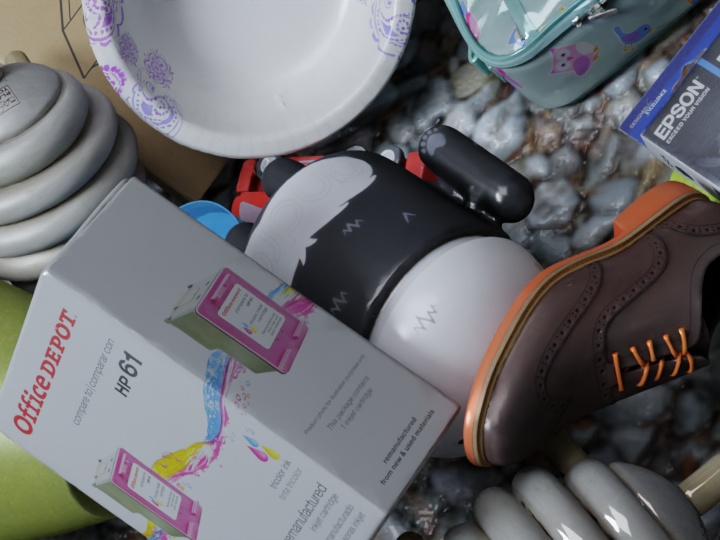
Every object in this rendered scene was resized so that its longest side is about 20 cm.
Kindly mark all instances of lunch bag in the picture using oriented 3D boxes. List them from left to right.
[{"bbox_3d":[0.111,-0.201,1.219,0.160,0.077,0.201,-36,49,13],"label":"lunch bag"}]

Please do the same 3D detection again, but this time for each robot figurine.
[{"bbox_3d":[0.017,0.014,1.077,0.124,0.151,0.200,-23,40,-33],"label":"robot figurine"}]

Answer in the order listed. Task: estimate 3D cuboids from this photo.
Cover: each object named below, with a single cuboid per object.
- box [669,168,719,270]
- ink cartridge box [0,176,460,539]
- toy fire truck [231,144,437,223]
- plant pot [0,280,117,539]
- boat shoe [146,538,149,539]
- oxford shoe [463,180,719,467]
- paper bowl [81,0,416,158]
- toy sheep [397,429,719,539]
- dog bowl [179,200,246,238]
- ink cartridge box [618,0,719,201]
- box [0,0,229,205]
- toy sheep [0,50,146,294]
[{"bbox_3d":[0.256,-0.040,1.050,0.199,0.048,0.123,13,75,39],"label":"box"},{"bbox_3d":[-0.072,0.070,1.006,0.199,0.145,0.085,35,50,5],"label":"ink cartridge box"},{"bbox_3d":[0.000,0.000,1.208,0.199,0.049,0.142,0,68,36],"label":"toy fire truck"},{"bbox_3d":[-0.216,0.083,1.181,0.199,0.187,0.189,3,68,34],"label":"plant pot"},{"bbox_3d":[-0.078,0.112,1.124,0.075,0.202,0.072,-25,19,-33],"label":"boat shoe"},{"bbox_3d":[0.127,0.029,0.991,0.072,0.072,0.200,26,56,36],"label":"oxford shoe"},{"bbox_3d":[-0.070,-0.175,1.243,0.201,0.200,0.104,-46,16,5],"label":"paper bowl"},{"bbox_3d":[0.101,0.152,0.995,0.200,0.138,0.138,-41,49,1],"label":"toy sheep"},{"bbox_3d":[-0.109,0.051,1.225,0.200,0.049,0.112,-52,48,24],"label":"dog bowl"},{"bbox_3d":[0.216,-0.073,1.040,0.100,0.039,0.200,-53,47,2],"label":"ink cartridge box"},{"bbox_3d":[-0.139,-0.162,1.308,0.164,0.199,0.021,-55,7,-12],"label":"box"},{"bbox_3d":[-0.195,-0.060,1.230,0.137,0.201,0.139,-18,39,16],"label":"toy sheep"}]
